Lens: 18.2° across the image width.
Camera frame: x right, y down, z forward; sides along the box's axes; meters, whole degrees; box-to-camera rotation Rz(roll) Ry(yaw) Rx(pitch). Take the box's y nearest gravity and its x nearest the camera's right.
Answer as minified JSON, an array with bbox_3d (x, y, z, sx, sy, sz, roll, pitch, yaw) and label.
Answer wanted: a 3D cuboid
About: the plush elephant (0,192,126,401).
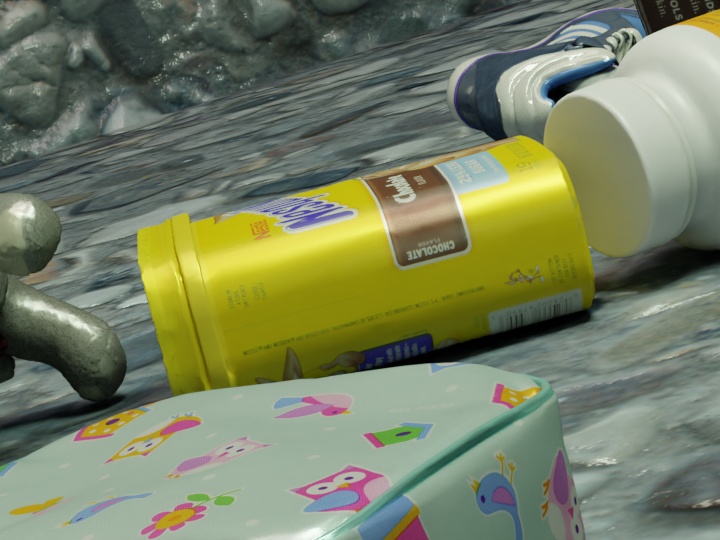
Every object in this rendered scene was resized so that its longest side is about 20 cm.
[{"bbox_3d":[-0.238,0.040,1.090,0.199,0.155,0.165,20,-25,13],"label":"plush elephant"}]

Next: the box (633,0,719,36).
[{"bbox_3d":[0.282,-0.193,1.370,0.199,0.165,0.166,-12,26,25],"label":"box"}]

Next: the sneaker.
[{"bbox_3d":[0.175,-0.135,1.616,0.200,0.081,0.146,-17,17,-25],"label":"sneaker"}]

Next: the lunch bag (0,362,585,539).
[{"bbox_3d":[-0.047,0.090,0.650,0.200,0.077,0.160,-9,13,36],"label":"lunch bag"}]

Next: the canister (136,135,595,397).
[{"bbox_3d":[0.000,0.000,1.072,0.199,0.087,0.149,-15,10,-4],"label":"canister"}]

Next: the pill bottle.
[{"bbox_3d":[0.192,-0.075,1.103,0.200,0.111,0.111,-21,11,-28],"label":"pill bottle"}]
